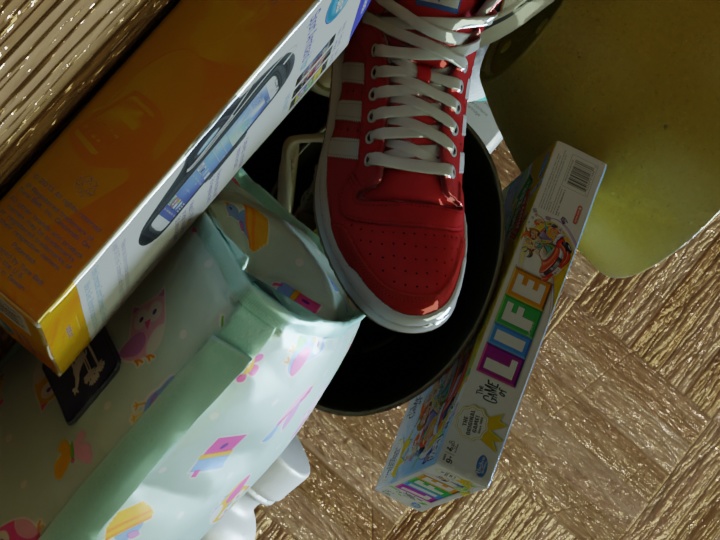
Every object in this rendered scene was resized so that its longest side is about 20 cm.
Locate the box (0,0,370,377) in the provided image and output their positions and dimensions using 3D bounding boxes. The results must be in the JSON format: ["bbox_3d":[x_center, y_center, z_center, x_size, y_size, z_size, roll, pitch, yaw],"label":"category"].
[{"bbox_3d":[-0.059,-0.057,0.596,0.201,0.041,0.119,-52,178,-14],"label":"box"}]

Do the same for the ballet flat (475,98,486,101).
[{"bbox_3d":[0.091,-0.179,1.366,0.200,0.067,0.064,-43,145,-76],"label":"ballet flat"}]

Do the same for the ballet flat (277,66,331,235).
[{"bbox_3d":[-0.005,-0.072,0.862,0.076,0.063,0.202,-151,-105,-72],"label":"ballet flat"}]

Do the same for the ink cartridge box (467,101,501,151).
[{"bbox_3d":[0.127,-0.180,1.553,0.200,0.083,0.147,-49,178,-10],"label":"ink cartridge box"}]

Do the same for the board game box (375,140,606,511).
[{"bbox_3d":[0.075,0.036,0.976,0.134,0.034,0.202,133,-20,-71],"label":"board game box"}]

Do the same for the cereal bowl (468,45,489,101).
[{"bbox_3d":[0.116,-0.194,1.169,0.201,0.083,0.200,-51,177,-4],"label":"cereal bowl"}]

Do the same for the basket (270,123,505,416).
[{"bbox_3d":[0.000,0.000,1.010,0.200,0.135,0.182,137,-24,-82],"label":"basket"}]

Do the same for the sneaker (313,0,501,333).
[{"bbox_3d":[0.027,-0.081,0.726,0.113,0.070,0.202,121,-28,-54],"label":"sneaker"}]

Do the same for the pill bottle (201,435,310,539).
[{"bbox_3d":[-0.131,0.143,0.956,0.199,0.111,0.111,-37,179,7],"label":"pill bottle"}]

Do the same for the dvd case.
[{"bbox_3d":[-0.033,-0.073,1.027,0.143,0.018,0.200,-50,177,-18],"label":"dvd case"}]

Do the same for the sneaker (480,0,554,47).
[{"bbox_3d":[0.099,-0.200,0.977,0.199,0.080,0.079,-27,-145,20],"label":"sneaker"}]

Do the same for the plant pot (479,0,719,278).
[{"bbox_3d":[0.159,-0.118,1.045,0.200,0.141,0.200,-50,-164,20],"label":"plant pot"}]

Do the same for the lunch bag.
[{"bbox_3d":[-0.085,0.049,0.723,0.171,0.122,0.200,-48,-176,9],"label":"lunch bag"}]
